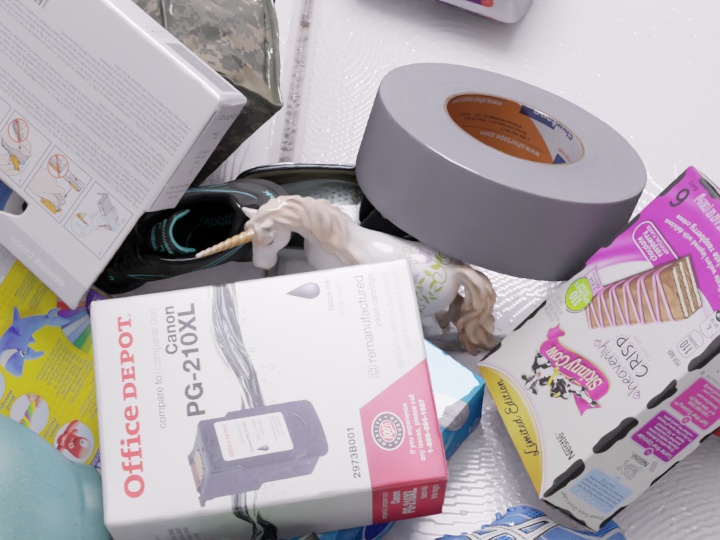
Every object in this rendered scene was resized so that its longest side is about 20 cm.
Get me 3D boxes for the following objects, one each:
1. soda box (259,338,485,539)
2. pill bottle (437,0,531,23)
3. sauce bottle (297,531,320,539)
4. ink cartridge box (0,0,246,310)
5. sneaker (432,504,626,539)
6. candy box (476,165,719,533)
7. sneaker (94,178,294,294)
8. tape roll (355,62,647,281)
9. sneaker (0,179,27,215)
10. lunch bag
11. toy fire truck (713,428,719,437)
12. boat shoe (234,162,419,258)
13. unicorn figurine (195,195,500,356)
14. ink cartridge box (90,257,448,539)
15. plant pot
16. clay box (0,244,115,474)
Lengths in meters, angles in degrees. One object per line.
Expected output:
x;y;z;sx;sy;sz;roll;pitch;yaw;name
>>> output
-0.003;0.137;0.844;0.068;0.064;0.200;34;66;20;soda box
0.055;-0.290;1.078;0.200;0.111;0.111;21;61;14;pill bottle
0.009;0.247;0.743;0.066;0.066;0.200;-32;81;-17;sauce bottle
-0.202;-0.105;0.847;0.200;0.045;0.176;41;107;10;ink cartridge box
0.081;0.192;0.807;0.200;0.076;0.077;6;49;-10;sneaker
0.179;0.048;0.812;0.200;0.061;0.136;-46;33;17;candy box
-0.148;-0.028;0.912;0.200;0.079;0.075;-13;90;17;sneaker
0.099;-0.075;0.916;0.200;0.066;0.200;15;29;-9;tape roll
-0.253;-0.122;0.921;0.077;0.076;0.200;10;59;-29;sneaker
-0.144;-0.172;0.969;0.118;0.164;0.200;17;52;-34;lunch bag
0.267;0.027;0.893;0.200;0.112;0.168;-41;42;-22;toy fire truck
0.002;-0.044;0.957;0.200;0.060;0.076;-3;58;0;boat shoe
0.000;0.000;0.885;0.200;0.137;0.074;3;60;4;unicorn figurine
-0.058;0.085;0.784;0.200;0.084;0.145;-8;65;-3;ink cartridge box
-0.229;0.173;0.770;0.134;0.200;0.200;7;55;-25;plant pot
-0.211;0.061;0.886;0.200;0.048;0.115;29;86;17;clay box
